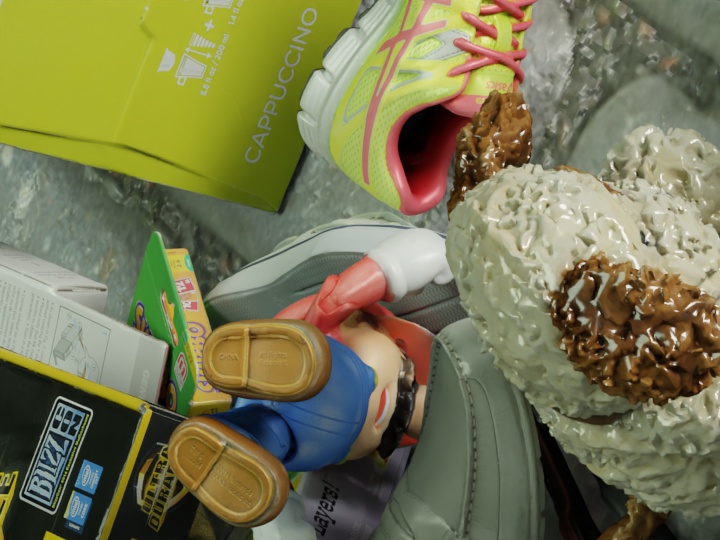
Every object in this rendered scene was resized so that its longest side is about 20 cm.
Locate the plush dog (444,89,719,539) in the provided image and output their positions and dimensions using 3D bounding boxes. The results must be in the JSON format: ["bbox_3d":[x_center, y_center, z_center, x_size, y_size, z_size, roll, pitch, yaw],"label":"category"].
[{"bbox_3d":[0.098,0.020,1.108,0.161,0.172,0.200,-49,40,3],"label":"plush dog"}]

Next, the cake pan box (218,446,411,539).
[{"bbox_3d":[-0.059,0.174,1.313,0.200,0.052,0.184,-53,6,29],"label":"cake pan box"}]

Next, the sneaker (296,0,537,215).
[{"bbox_3d":[0.051,-0.110,1.333,0.090,0.078,0.201,53,126,38],"label":"sneaker"}]

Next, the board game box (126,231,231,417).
[{"bbox_3d":[-0.100,0.079,1.435,0.201,0.030,0.096,106,153,-47],"label":"board game box"}]

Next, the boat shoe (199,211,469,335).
[{"bbox_3d":[0.000,0.000,1.353,0.199,0.074,0.067,-6,34,50],"label":"boat shoe"}]

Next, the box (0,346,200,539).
[{"bbox_3d":[-0.151,0.144,1.303,0.159,0.049,0.201,16,85,52],"label":"box"}]

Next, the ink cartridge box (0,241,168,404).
[{"bbox_3d":[-0.161,0.102,1.450,0.176,0.045,0.201,22,104,37],"label":"ink cartridge box"}]

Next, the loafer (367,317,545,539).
[{"bbox_3d":[0.035,0.113,1.205,0.070,0.069,0.201,-122,28,-60],"label":"loafer"}]

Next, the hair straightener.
[{"bbox_3d":[0.112,0.079,1.219,0.077,0.041,0.201,-38,41,15],"label":"hair straightener"}]

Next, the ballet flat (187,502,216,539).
[{"bbox_3d":[-0.135,0.166,1.366,0.200,0.070,0.071,-49,44,29],"label":"ballet flat"}]

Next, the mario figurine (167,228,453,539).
[{"bbox_3d":[-0.003,0.054,1.213,0.123,0.200,0.106,-35,85,16],"label":"mario figurine"}]

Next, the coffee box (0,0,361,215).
[{"bbox_3d":[-0.127,-0.169,1.471,0.198,0.199,0.201,35,106,51],"label":"coffee box"}]
